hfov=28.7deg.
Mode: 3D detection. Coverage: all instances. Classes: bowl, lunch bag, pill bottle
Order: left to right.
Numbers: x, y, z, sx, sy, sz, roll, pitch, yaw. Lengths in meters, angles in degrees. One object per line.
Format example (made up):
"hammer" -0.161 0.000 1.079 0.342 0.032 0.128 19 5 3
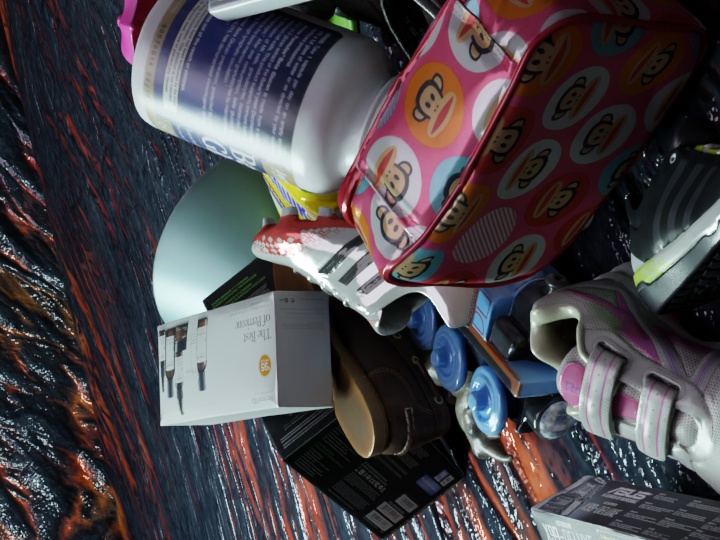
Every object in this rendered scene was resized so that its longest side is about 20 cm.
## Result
"bowl" -0.079 0.000 1.285 0.105 0.200 0.203 32 132 37
"pill bottle" -0.046 -0.118 0.958 0.198 0.111 0.112 23 131 19
"lunch bag" 0.098 -0.079 0.776 0.082 0.175 0.201 56 129 31

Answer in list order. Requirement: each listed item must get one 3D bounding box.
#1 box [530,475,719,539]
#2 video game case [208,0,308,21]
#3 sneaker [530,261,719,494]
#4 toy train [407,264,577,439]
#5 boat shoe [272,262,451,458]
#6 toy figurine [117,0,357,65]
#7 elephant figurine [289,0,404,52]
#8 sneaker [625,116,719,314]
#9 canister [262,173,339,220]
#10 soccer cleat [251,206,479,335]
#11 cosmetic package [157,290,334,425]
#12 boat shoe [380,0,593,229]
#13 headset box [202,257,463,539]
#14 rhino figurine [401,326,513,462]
"box" 0.186 0.204 0.789 0.159 0.049 0.200 67 160 -6
"video game case" -0.010 -0.261 0.879 0.198 0.023 0.184 -6 74 37
"sneaker" 0.160 0.068 0.790 0.200 0.087 0.082 -134 39 -56
"toy train" 0.093 0.027 0.954 0.200 0.086 0.115 -127 39 -53
"boat shoe" -0.002 0.052 1.026 0.201 0.070 0.071 61 151 35
"toy figurine" -0.123 -0.217 1.262 0.200 0.182 0.152 -143 46 -60
"elephant figurine" -0.003 -0.225 0.991 0.200 0.153 0.143 -117 32 -67
"sneaker" 0.179 -0.044 0.710 0.200 0.071 0.084 126 132 -62
"canister" -0.027 -0.075 1.110 0.149 0.086 0.200 52 172 25
"soccer cleat" 0.000 0.000 0.946 0.199 0.068 0.086 0 89 40
"cosmetic package" -0.091 0.069 1.050 0.199 0.050 0.084 -17 75 57
"boat shoe" 0.079 -0.103 0.888 0.203 0.063 0.073 60 155 -12
"headset box" -0.026 0.094 1.167 0.174 0.092 0.201 48 -173 -47
"rhino figurine" 0.066 0.066 1.075 0.201 0.059 0.088 61 148 35
